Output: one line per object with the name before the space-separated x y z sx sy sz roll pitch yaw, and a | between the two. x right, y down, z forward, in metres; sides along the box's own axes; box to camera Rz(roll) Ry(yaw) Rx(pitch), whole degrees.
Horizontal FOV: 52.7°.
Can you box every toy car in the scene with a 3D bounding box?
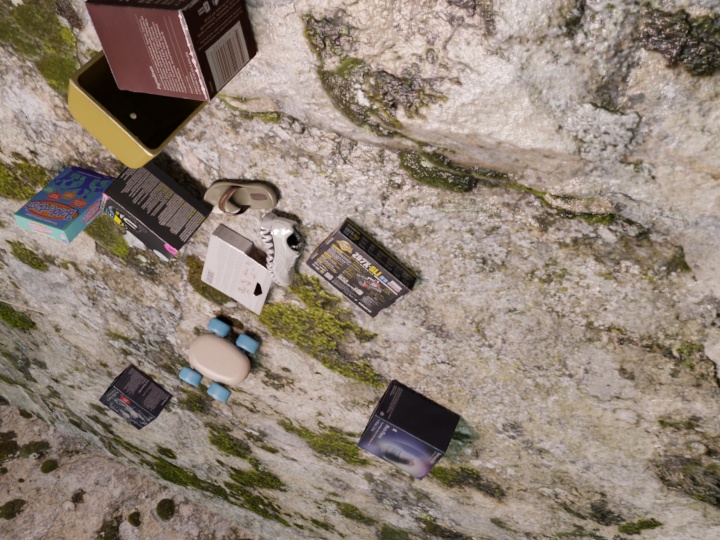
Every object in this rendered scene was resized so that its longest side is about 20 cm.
toy car | -0.382 0.254 2.031 0.177 0.185 0.200 28 170 5

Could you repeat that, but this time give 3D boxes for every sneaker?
sneaker | -0.166 -0.038 1.614 0.081 0.075 0.200 8 137 15

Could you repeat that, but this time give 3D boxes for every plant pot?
plant pot | -0.442 -0.315 1.408 0.195 0.194 0.200 44 149 -16

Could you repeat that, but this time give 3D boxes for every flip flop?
flip flop | -0.266 -0.149 1.566 0.200 0.058 0.081 3 134 32

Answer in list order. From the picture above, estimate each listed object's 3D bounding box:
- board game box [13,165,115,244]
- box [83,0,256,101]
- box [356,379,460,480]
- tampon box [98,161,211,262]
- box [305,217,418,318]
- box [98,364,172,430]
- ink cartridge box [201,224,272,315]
board game box | -0.692 -0.161 1.725 0.152 0.200 0.045 16 140 17
box | -0.314 -0.407 1.230 0.199 0.166 0.164 12 139 22
box | 0.121 0.415 1.868 0.198 0.123 0.200 27 142 4
tampon box | -0.462 -0.135 1.629 0.200 0.126 0.150 41 158 -12
box | 0.000 0.000 1.558 0.200 0.049 0.160 39 139 -9
box | -0.780 0.442 2.517 0.182 0.104 0.200 40 142 -12
ink cartridge box | -0.291 0.002 1.757 0.176 0.045 0.200 31 142 2
